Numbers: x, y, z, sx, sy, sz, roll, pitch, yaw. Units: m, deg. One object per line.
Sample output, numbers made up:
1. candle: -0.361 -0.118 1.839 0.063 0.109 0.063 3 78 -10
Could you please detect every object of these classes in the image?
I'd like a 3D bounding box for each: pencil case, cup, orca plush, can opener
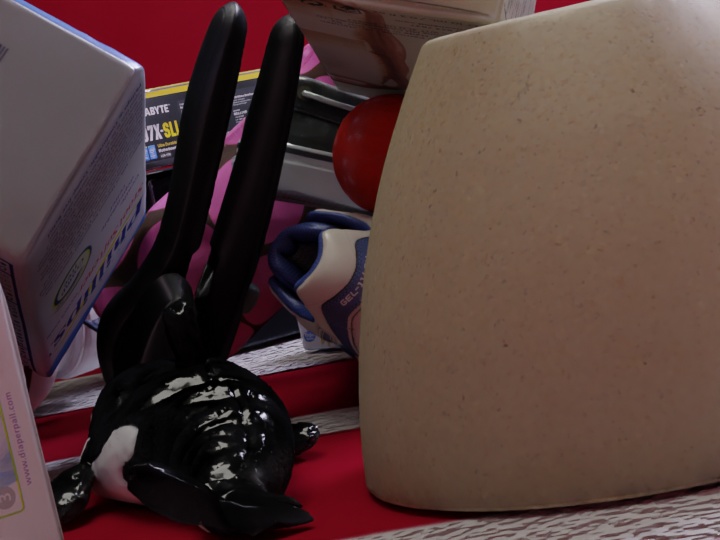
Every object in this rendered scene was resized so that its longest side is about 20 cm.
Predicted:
1. pencil case: -0.054 -0.032 0.940 0.200 0.094 0.091 -43 -4 6
2. cup: 0.085 -0.017 0.605 0.200 0.143 0.200 -12 6 1
3. orca plush: -0.072 0.049 0.660 0.105 0.071 0.200 -12 5 -1
4. can opener: -0.064 -0.018 0.797 0.063 0.200 0.079 14 9 -32

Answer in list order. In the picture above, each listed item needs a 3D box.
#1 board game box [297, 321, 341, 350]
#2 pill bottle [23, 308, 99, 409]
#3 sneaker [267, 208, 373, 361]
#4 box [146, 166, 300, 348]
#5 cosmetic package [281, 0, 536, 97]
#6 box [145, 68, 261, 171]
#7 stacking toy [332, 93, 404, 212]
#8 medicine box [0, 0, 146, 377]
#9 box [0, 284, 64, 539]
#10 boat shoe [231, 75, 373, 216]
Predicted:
1. board game box: 0.074 0.008 0.970 0.134 0.034 0.200 -15 6 -35
2. pill bottle: -0.236 0.037 0.968 0.200 0.113 0.113 -17 6 -39
3. sneaker: 0.000 0.000 0.830 0.088 0.075 0.200 29 -4 -10
4. box: -0.060 -0.023 1.184 0.197 0.117 0.200 -15 6 -20
5. cosmetic package: 0.027 -0.132 0.742 0.087 0.103 0.200 10 -5 7
6. box: -0.132 -0.083 1.087 0.160 0.049 0.200 -10 5 38
7. stacking toy: 0.083 -0.037 0.775 0.200 0.085 0.085 15 16 21
8. medicine box: -0.199 -0.057 0.821 0.182 0.103 0.200 29 -18 2
9. box: -0.211 0.073 0.559 0.200 0.101 0.112 -16 6 -34
10. boat shoe: 0.041 -0.055 0.863 0.200 0.071 0.072 9 0 -13
